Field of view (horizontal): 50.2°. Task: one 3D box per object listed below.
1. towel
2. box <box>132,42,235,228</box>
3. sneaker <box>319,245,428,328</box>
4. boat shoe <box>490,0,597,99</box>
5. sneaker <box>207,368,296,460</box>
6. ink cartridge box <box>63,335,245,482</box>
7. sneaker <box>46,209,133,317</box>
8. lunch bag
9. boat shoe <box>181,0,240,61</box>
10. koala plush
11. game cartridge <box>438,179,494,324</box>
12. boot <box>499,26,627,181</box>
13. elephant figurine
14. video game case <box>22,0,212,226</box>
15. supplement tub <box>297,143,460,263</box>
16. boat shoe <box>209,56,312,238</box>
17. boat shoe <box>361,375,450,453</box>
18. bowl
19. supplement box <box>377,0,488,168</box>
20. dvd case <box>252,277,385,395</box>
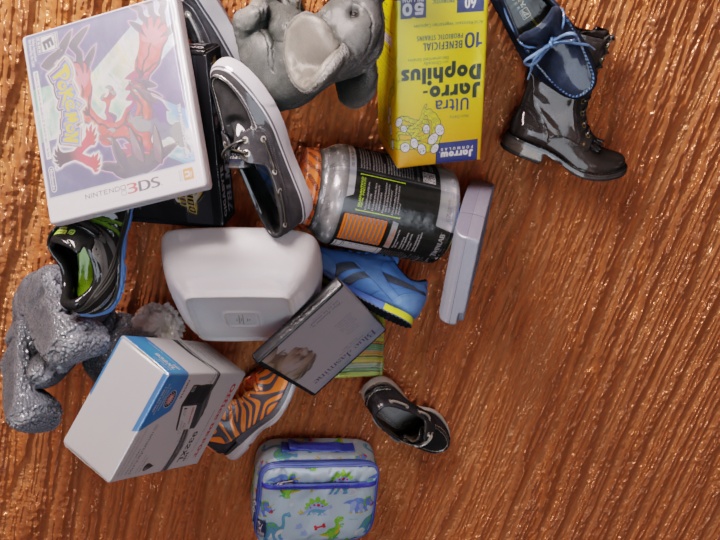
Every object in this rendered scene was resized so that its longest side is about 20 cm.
[{"bbox_3d":[-0.005,0.066,1.097,0.084,0.018,0.205,-5,118,-10],"label":"towel"},{"bbox_3d":[-0.248,-0.155,0.877,0.193,0.050,0.205,5,117,10],"label":"box"},{"bbox_3d":[0.000,0.000,1.032,0.197,0.066,0.080,27,79,-9],"label":"sneaker"},{"bbox_3d":[0.202,-0.280,0.897,0.084,0.069,0.200,-42,95,18],"label":"boat shoe"},{"bbox_3d":[-0.174,0.179,1.086,0.111,0.078,0.201,31,107,-25],"label":"sneaker"},{"bbox_3d":[-0.247,0.168,0.959,0.083,0.200,0.147,30,93,19],"label":"ink cartridge box"},{"bbox_3d":[-0.299,-0.050,0.850,0.069,0.082,0.205,3,92,19],"label":"sneaker"},{"bbox_3d":[-0.072,0.338,1.190,0.195,0.083,0.165,4,114,-15],"label":"lunch bag"},{"bbox_3d":[-0.185,-0.282,0.852,0.067,0.072,0.202,-29,126,3],"label":"boat shoe"},{"bbox_3d":[-0.334,0.093,0.982,0.197,0.185,0.178,16,123,-42],"label":"koala plush"},{"bbox_3d":[0.138,-0.036,0.977,0.040,0.201,0.136,15,117,8],"label":"game cartridge"},{"bbox_3d":[0.282,-0.217,0.979,0.195,0.070,0.178,12,115,-14],"label":"boot"},{"bbox_3d":[-0.033,-0.237,0.814,0.142,0.197,0.158,-48,137,-34],"label":"elephant figurine"},{"bbox_3d":[-0.254,-0.165,0.798,0.178,0.023,0.205,-12,85,10],"label":"video game case"},{"bbox_3d":[0.016,-0.086,0.961,0.195,0.123,0.125,11,115,-16],"label":"supplement tub"},{"bbox_3d":[-0.117,-0.125,0.832,0.066,0.069,0.203,-49,131,-36],"label":"boat shoe"},{"bbox_3d":[0.077,0.235,1.169,0.073,0.061,0.200,-37,125,10],"label":"boat shoe"},{"bbox_3d":[-0.144,0.027,0.952,0.194,0.076,0.201,0,151,-3],"label":"bowl"},{"bbox_3d":[0.080,-0.239,0.903,0.106,0.110,0.205,-7,119,-8],"label":"supplement box"},{"bbox_3d":[-0.048,0.093,1.008,0.142,0.018,0.200,-43,154,-1],"label":"dvd case"}]
